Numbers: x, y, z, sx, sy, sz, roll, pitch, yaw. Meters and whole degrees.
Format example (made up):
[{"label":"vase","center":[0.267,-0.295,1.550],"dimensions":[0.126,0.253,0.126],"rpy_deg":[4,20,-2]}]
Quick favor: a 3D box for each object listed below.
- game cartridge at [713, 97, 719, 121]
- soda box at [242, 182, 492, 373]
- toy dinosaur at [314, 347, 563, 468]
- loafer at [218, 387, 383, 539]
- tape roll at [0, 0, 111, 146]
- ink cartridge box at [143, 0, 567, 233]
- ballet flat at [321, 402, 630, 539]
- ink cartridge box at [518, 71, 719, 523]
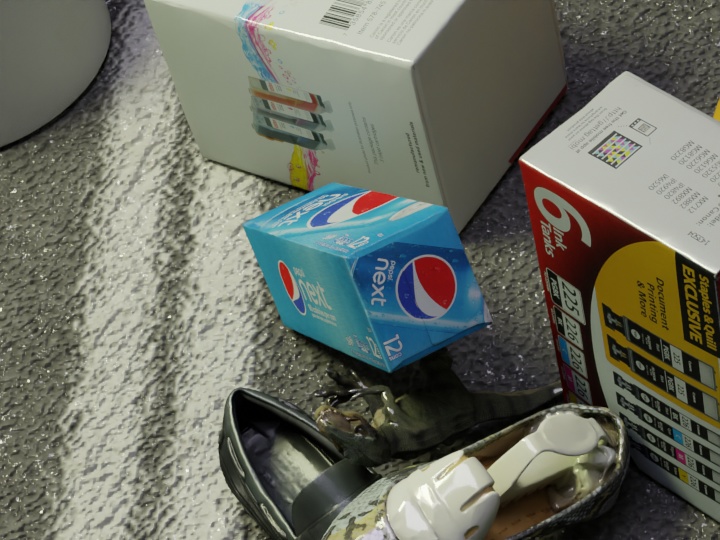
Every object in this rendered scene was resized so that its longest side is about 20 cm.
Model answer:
[{"label":"game cartridge","center":[0.271,-0.070,1.328],"dimensions":[0.175,0.032,0.201],"rpy_deg":[-5,51,37]},{"label":"soda box","center":[0.000,0.000,1.294],"dimensions":[0.064,0.068,0.200],"rpy_deg":[-25,13,-14]},{"label":"toy dinosaur","center":[0.034,0.066,1.277],"dimensions":[0.199,0.048,0.088],"rpy_deg":[-14,33,-41]},{"label":"loafer","center":[-0.012,0.132,1.237],"dimensions":[0.068,0.071,0.200],"rpy_deg":[-35,49,-17]},{"label":"tape roll","center":[-0.278,-0.190,1.573],"dimensions":[0.201,0.140,0.204],"rpy_deg":[-8,46,9]},{"label":"ink cartridge box","center":[-0.001,-0.140,1.442],"dimensions":[0.199,0.145,0.146],"rpy_deg":[19,55,30]},{"label":"ballet flat","center":[0.061,0.111,1.191],"dimensions":[0.200,0.072,0.072],"rpy_deg":[-20,40,-36]},{"label":"ink cartridge box","center":[0.179,0.028,1.190],"dimensions":[0.084,0.201,0.175],"rpy_deg":[-39,49,-22]}]
